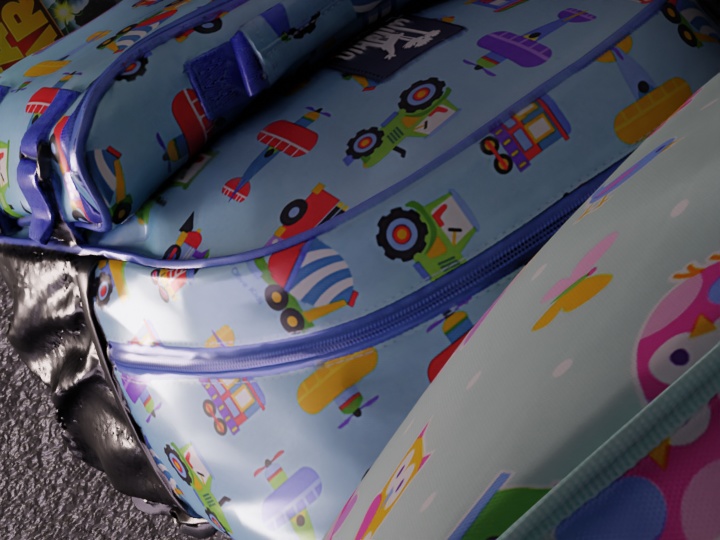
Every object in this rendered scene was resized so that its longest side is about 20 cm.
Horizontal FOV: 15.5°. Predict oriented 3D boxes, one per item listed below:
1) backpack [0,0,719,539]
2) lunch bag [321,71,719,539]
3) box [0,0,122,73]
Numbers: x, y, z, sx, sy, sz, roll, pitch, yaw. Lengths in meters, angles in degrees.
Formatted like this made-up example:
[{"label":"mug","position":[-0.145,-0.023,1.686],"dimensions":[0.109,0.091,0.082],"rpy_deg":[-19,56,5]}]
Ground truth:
[{"label":"backpack","position":[0.013,-0.016,0.632],"dimensions":[0.135,0.182,0.200],"rpy_deg":[63,163,-14]},{"label":"lunch bag","position":[0.054,0.060,0.433],"dimensions":[0.122,0.200,0.170],"rpy_deg":[46,-179,-7]},{"label":"box","position":[-0.079,-0.119,0.810],"dimensions":[0.200,0.137,0.040],"rpy_deg":[56,175,4]}]
